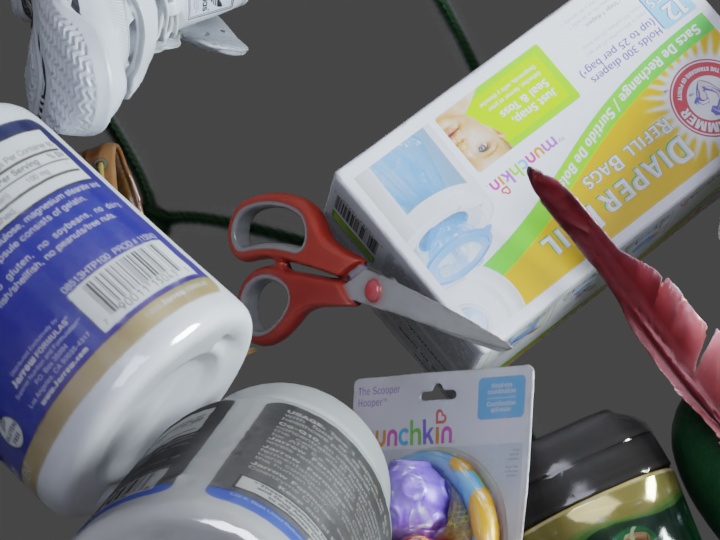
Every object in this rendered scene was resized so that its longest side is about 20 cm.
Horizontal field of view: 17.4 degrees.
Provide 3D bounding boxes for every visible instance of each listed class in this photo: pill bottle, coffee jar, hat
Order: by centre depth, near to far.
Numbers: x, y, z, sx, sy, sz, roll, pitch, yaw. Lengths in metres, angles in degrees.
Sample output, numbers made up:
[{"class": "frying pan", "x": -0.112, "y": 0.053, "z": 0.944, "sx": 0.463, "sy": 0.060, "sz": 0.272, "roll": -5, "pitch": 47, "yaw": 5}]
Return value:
[{"class": "pill bottle", "x": -0.049, "y": 0.116, "z": 0.932, "sx": 0.113, "sy": 0.200, "sz": 0.114, "roll": 2, "pitch": 103, "yaw": 10}, {"class": "pill bottle", "x": -0.155, "y": -0.001, "z": 1.010, "sx": 0.200, "sy": 0.120, "sz": 0.120, "roll": 42, "pitch": 74, "yaw": 16}, {"class": "hat", "x": 0.148, "y": 0.086, "z": 1.057, "sx": 0.175, "sy": 0.166, "sz": 0.201, "roll": 5, "pitch": 65, "yaw": -2}, {"class": "coffee jar", "x": 0.126, "y": 0.166, "z": 1.060, "sx": 0.085, "sy": 0.104, "sz": 0.201, "roll": -21, "pitch": 76, "yaw": -13}]

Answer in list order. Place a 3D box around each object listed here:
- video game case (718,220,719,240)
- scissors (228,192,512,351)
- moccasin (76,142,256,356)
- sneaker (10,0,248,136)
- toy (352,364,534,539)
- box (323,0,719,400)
[{"class": "video game case", "x": 0.262, "y": -0.074, "z": 1.078, "sx": 0.181, "sy": 0.023, "sz": 0.201, "roll": 15, "pitch": 55, "yaw": -2}, {"class": "scissors", "x": 0.000, "y": 0.000, "z": 1.066, "sx": 0.014, "sy": 0.200, "sz": 0.074, "roll": 4, "pitch": 88, "yaw": -38}, {"class": "moccasin", "x": -0.095, "y": 0.034, "z": 1.095, "sx": 0.077, "sy": 0.074, "sz": 0.202, "roll": -27, "pitch": 68, "yaw": 5}, {"class": "sneaker", "x": -0.102, "y": -0.125, "z": 1.101, "sx": 0.114, "sy": 0.075, "sz": 0.200, "roll": -1, "pitch": 29, "yaw": -13}, {"class": "toy", "x": 0.017, "y": 0.142, "z": 1.043, "sx": 0.047, "sy": 0.115, "sz": 0.201, "roll": 12, "pitch": 77, "yaw": -44}, {"class": "box", "x": 0.092, "y": -0.046, "z": 1.121, "sx": 0.200, "sy": 0.101, "sz": 0.113, "roll": -38, "pitch": 80, "yaw": -15}]
